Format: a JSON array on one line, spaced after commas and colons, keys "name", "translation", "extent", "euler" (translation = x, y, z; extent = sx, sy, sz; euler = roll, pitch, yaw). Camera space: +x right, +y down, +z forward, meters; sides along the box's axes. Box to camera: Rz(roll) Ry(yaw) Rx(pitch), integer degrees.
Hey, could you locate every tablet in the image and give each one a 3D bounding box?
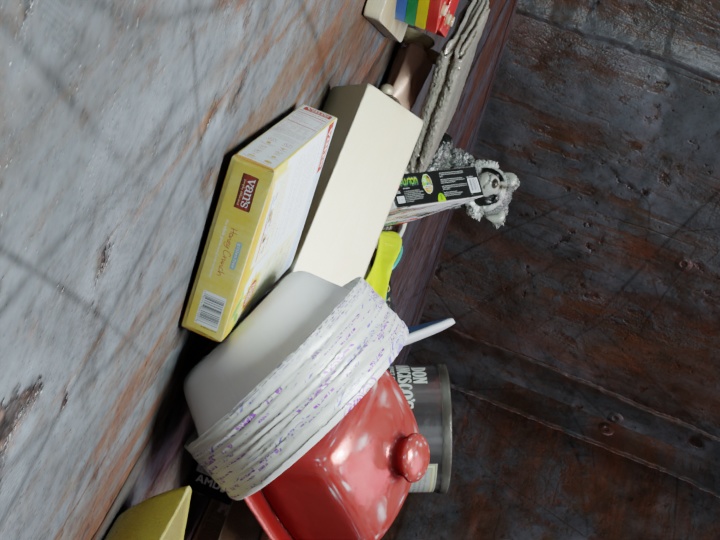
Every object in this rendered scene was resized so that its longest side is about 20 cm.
[{"name": "tablet", "translation": [-0.005, 0.091, 1.455], "extent": [0.198, 0.014, 0.130], "euler": [-18, -179, -34]}]

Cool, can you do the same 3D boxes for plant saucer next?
[{"name": "plant saucer", "translation": [-0.092, 0.219, 1.338], "extent": [0.200, 0.036, 0.203], "euler": [23, 89, -83]}, {"name": "plant saucer", "translation": [-0.199, 0.287, 1.021], "extent": [0.201, 0.048, 0.202], "euler": [-63, 171, -48]}]

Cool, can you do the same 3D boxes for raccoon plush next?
[{"name": "raccoon plush", "translation": [0.121, -0.125, 1.736], "extent": [0.098, 0.133, 0.200], "euler": [-64, -158, 9]}]

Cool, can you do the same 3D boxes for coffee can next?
[{"name": "coffee can", "translation": [0.000, 0.181, 1.521], "extent": [0.146, 0.197, 0.149], "euler": [180, -90, -87]}]

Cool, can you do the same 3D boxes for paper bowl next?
[{"name": "paper bowl", "translation": [-0.064, 0.081, 1.080], "extent": [0.201, 0.104, 0.201], "euler": [-44, -176, 4]}]

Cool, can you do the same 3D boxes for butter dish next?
[{"name": "butter dish", "translation": [-0.004, 0.169, 1.242], "extent": [0.201, 0.146, 0.201], "euler": [-63, 139, -37]}]

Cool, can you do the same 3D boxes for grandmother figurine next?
[{"name": "grandmother figurine", "translation": [0.035, -0.175, 1.561], "extent": [0.121, 0.060, 0.202], "euler": [43, 67, -54]}]

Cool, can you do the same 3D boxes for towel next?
[{"name": "towel", "translation": [0.101, -0.218, 1.570], "extent": [0.201, 0.034, 0.133], "euler": [107, 8, -48]}]

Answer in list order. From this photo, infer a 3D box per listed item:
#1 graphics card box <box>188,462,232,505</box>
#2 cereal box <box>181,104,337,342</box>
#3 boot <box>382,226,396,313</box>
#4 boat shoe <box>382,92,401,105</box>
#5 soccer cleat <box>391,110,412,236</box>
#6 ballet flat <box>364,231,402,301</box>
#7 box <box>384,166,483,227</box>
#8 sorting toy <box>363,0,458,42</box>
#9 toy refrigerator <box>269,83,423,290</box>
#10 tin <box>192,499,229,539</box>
[{"name": "graphics card box", "translation": [-0.103, 0.124, 1.317], "extent": [0.125, 0.050, 0.203], "euler": [10, 99, -84]}, {"name": "cereal box", "translation": [-0.077, -0.044, 1.065], "extent": [0.200, 0.039, 0.146], "euler": [-55, 165, -69]}, {"name": "boot", "translation": [-0.025, 0.001, 1.463], "extent": [0.199, 0.072, 0.153], "euler": [-5, 99, -50]}, {"name": "boat shoe", "translation": [0.008, -0.146, 1.392], "extent": [0.200, 0.073, 0.074], "euler": [118, -15, -71]}, {"name": "soccer cleat", "translation": [0.039, -0.100, 1.638], "extent": [0.078, 0.068, 0.203], "euler": [-131, -129, -69]}, {"name": "ballet flat", "translation": [0.000, 0.000, 1.356], "extent": [0.067, 0.067, 0.201], "euler": [-35, -159, 26]}, {"name": "box", "translation": [0.037, -0.071, 1.384], "extent": [0.199, 0.109, 0.035], "euler": [-13, 85, -59]}, {"name": "sorting toy", "translation": [0.080, -0.334, 1.362], "extent": [0.199, 0.069, 0.203], "euler": [-23, 133, -81]}, {"name": "toy refrigerator", "translation": [-0.021, -0.065, 1.237], "extent": [0.070, 0.075, 0.202], "euler": [5, -110, 54]}, {"name": "tin", "translation": [-0.147, 0.273, 1.478], "extent": [0.113, 0.041, 0.201], "euler": [94, 17, -54]}]
